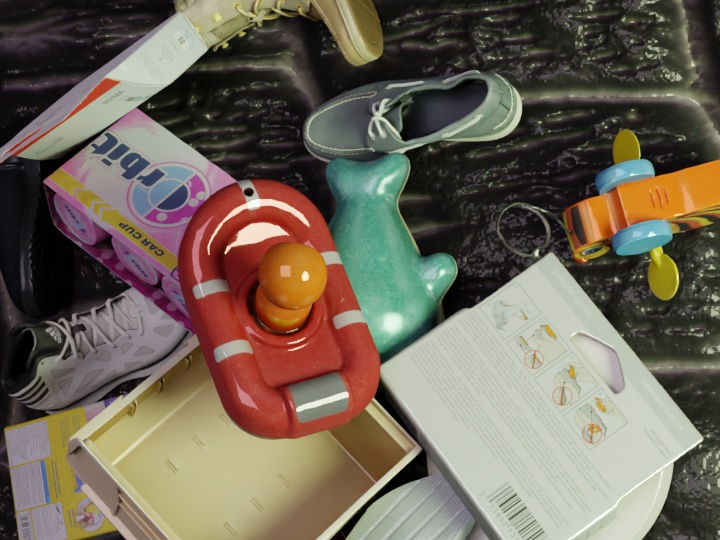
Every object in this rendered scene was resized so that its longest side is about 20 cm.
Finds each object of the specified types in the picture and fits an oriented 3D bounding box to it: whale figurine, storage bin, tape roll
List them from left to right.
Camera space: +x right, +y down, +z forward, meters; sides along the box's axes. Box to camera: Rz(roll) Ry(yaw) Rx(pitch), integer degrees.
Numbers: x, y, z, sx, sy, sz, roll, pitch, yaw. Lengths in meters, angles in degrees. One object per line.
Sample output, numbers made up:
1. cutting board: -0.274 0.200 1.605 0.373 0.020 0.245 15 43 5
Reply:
1. storage bin: -0.096 0.146 1.304 0.199 0.094 0.200 45 62 10
2. whale figurine: 0.000 0.000 1.373 0.157 0.104 0.203 -2 83 23
3. tape roll: 0.149 0.144 1.323 0.200 0.037 0.206 -4 79 22

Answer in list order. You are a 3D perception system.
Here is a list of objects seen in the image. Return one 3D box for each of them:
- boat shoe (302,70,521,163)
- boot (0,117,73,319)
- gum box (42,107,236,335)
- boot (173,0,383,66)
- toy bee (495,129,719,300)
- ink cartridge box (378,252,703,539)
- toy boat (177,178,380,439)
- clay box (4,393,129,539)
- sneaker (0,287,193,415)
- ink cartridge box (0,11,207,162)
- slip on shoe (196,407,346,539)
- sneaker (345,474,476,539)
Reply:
1. boat shoe: 0.035 -0.134 1.406 0.198 0.062 0.074 -6 79 22
2. boot: -0.358 -0.040 1.547 0.166 0.076 0.203 -11 70 17
3. gum box: -0.165 -0.041 1.445 0.199 0.066 0.113 35 61 24
4. boot: -0.078 -0.231 1.465 0.155 0.073 0.201 -34 68 14
5. toy bee: 0.202 -0.047 1.311 0.197 0.109 0.133 8 75 -1
6. ink cartridge box: 0.137 0.111 1.292 0.173 0.044 0.201 -33 68 -12
7. toy boat: -0.058 0.018 1.251 0.129 0.131 0.202 -15 68 -21
8. clay box: -0.214 0.173 1.466 0.198 0.048 0.116 -15 77 18
9. sneaker: -0.230 0.061 1.455 0.200 0.115 0.076 -36 69 13
10. ink cartridge box: -0.237 -0.131 1.433 0.159 0.200 0.047 -26 109 39
11. slip on shoe: -0.075 0.195 1.377 0.074 0.061 0.201 -37 81 -14
12. sneaker: 0.017 0.238 1.327 0.199 0.071 0.073 -40 62 6
